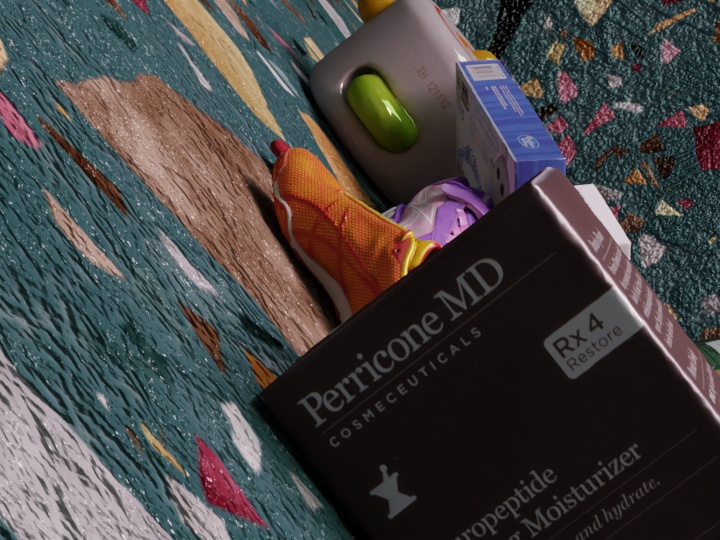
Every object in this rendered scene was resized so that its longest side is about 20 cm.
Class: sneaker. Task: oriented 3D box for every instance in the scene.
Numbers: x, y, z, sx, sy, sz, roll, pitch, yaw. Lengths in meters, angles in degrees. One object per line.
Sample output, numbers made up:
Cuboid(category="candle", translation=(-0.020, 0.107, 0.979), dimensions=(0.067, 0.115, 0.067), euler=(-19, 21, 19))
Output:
Cuboid(category="sneaker", translation=(0.010, -0.006, 1.217), dimensions=(0.073, 0.077, 0.200), euler=(35, 18, -55))
Cuboid(category="sneaker", translation=(0.058, -0.022, 1.468), dimensions=(0.081, 0.088, 0.200), euler=(52, 10, -11))

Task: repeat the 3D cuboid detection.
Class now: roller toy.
Cuboid(category="roller toy", translation=(0.060, -0.138, 1.743), dimensions=(0.182, 0.140, 0.200), euler=(47, 10, -29))

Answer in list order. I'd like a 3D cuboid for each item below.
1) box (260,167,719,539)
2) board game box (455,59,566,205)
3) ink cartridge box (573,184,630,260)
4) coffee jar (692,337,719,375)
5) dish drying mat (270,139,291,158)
Cuboid(category="box", translation=(0.086, 0.079, 0.992), dimensions=(0.200, 0.166, 0.164), euler=(52, 10, 0))
Cuboid(category="board game box", translation=(0.112, -0.035, 1.579), dimensions=(0.200, 0.043, 0.199), euler=(-110, -162, -61))
Cuboid(category="ink cartridge box", translation=(0.168, 0.009, 1.621), dimensions=(0.117, 0.067, 0.200), euler=(-110, -165, -61))
Cuboid(category="coffee jar", translation=(0.203, 0.104, 1.456), dimensions=(0.200, 0.104, 0.085), euler=(-3, 54, -45))
Cuboid(category="dish drying mat", translation=(0.000, 0.000, 1.327), dimensions=(0.200, 0.018, 0.077), euler=(57, 10, 33))
